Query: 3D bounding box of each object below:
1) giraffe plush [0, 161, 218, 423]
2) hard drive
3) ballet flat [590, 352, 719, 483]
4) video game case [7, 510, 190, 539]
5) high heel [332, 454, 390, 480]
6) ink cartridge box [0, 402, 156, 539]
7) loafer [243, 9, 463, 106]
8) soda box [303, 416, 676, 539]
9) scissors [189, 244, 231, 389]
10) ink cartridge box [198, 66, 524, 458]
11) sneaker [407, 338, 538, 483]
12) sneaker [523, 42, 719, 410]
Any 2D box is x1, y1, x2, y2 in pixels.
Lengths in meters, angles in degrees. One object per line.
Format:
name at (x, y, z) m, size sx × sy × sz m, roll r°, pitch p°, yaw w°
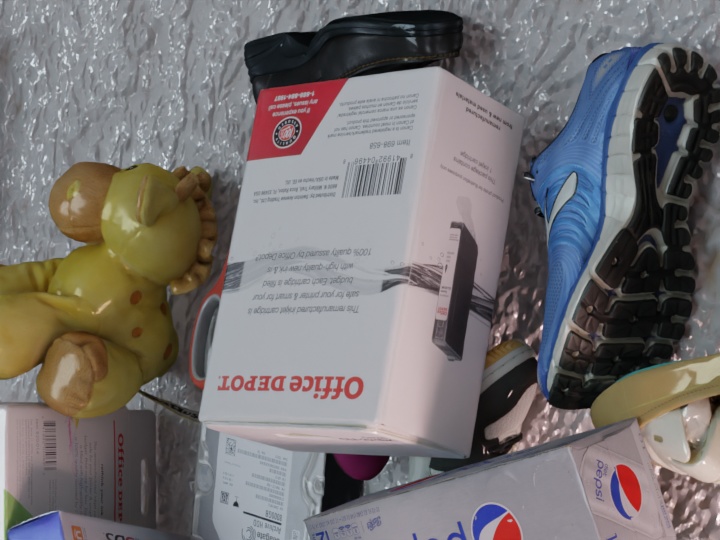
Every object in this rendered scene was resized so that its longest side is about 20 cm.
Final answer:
giraffe plush at (-0.168, -0.001, 1.343) m, size 0.173 × 0.198 × 0.164 m, roll -127°, pitch 56°, yaw -67°
hard drive at (-0.055, 0.121, 1.300) m, size 0.139 × 0.038 × 0.202 m, roll 9°, pitch 95°, yaw 50°
ballet flat at (0.187, 0.072, 0.990) m, size 0.199 × 0.068 × 0.064 m, roll -27°, pitch 41°, yaw 46°
video game case at (-0.143, 0.264, 1.285) m, size 0.045 × 0.181 × 0.202 m, roll -22°, pitch 69°, yaw 20°
high heel at (0.018, 0.022, 1.193) m, size 0.096 × 0.067 × 0.202 m, roll -17°, pitch 71°, yaw 58°
ink cartridge box at (-0.213, 0.149, 1.353) m, size 0.067 × 0.200 × 0.119 m, roll -3°, pitch 85°, yaw 23°
loafer at (0.000, -0.119, 1.234) m, size 0.199 × 0.072 × 0.073 m, roll -5°, pitch 93°, yaw 59°
soda box at (0.064, 0.137, 1.049) m, size 0.199 × 0.063 × 0.069 m, roll -23°, pitch 85°, yaw 43°
scissors at (-0.080, -0.020, 1.319) m, size 0.073 × 0.014 × 0.202 m, roll -18°, pitch 61°, yaw 46°
ink cartridge box at (0.000, 0.000, 1.116) m, size 0.143 × 0.083 × 0.202 m, roll -2°, pitch 71°, yaw 43°
sneaker at (0.067, 0.133, 1.145) m, size 0.088 × 0.075 × 0.201 m, roll 39°, pitch 120°, yaw 25°
sneaker at (0.133, -0.024, 1.074) m, size 0.089 × 0.078 × 0.202 m, roll 21°, pitch 97°, yaw 59°
